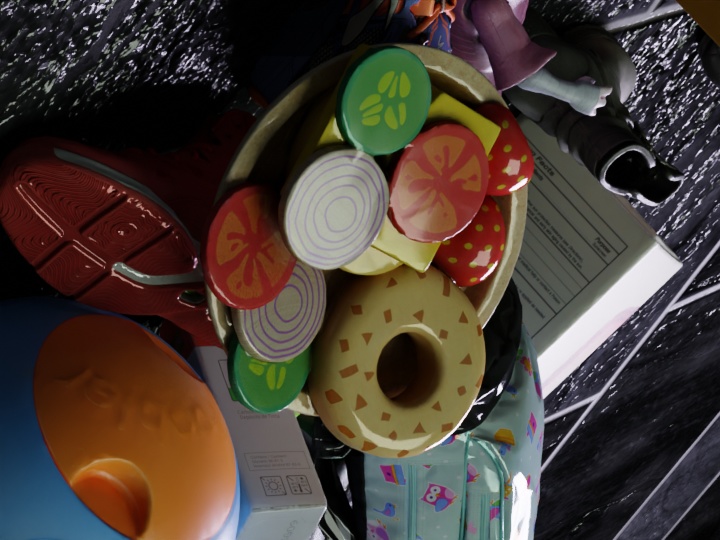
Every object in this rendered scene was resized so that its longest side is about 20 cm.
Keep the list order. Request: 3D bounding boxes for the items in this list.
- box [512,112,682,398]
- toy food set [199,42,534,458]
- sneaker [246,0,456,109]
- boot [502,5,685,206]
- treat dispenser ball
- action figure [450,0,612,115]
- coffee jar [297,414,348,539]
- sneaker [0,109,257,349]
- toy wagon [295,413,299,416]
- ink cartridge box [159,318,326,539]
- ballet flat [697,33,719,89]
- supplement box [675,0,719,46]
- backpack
[{"bbox_3d":[0.092,0.013,1.699,0.200,0.128,0.109,-43,162,6],"label":"box"},{"bbox_3d":[0.006,-0.014,1.277,0.198,0.049,0.201,27,92,-39],"label":"toy food set"},{"bbox_3d":[0.025,-0.136,1.309,0.075,0.078,0.200,-19,151,-50],"label":"sneaker"},{"bbox_3d":[0.148,-0.087,1.583,0.068,0.131,0.200,-46,161,16],"label":"boot"},{"bbox_3d":[-0.160,0.114,1.305,0.201,0.201,0.201,-36,161,-15],"label":"treat dispenser ball"},{"bbox_3d":[0.054,-0.135,1.390,0.148,0.134,0.200,2,140,-11],"label":"action figure"},{"bbox_3d":[-0.060,0.142,1.618,0.085,0.104,0.201,98,16,-66],"label":"coffee jar"},{"bbox_3d":[-0.104,-0.039,1.303,0.078,0.116,0.200,-31,136,27],"label":"sneaker"},{"bbox_3d":[0.000,0.000,1.480,0.200,0.040,0.155,-36,-159,21],"label":"toy wagon"},{"bbox_3d":[-0.086,0.080,1.427,0.050,0.201,0.109,-1,141,-29],"label":"ink cartridge box"},{"bbox_3d":[0.309,-0.199,1.770,0.200,0.057,0.066,-51,160,25],"label":"ballet flat"},{"bbox_3d":[0.315,-0.200,1.560,0.200,0.197,0.133,-28,157,-34],"label":"supplement box"},{"bbox_3d":[0.047,0.104,1.547,0.167,0.126,0.201,-61,156,-46],"label":"backpack"}]
